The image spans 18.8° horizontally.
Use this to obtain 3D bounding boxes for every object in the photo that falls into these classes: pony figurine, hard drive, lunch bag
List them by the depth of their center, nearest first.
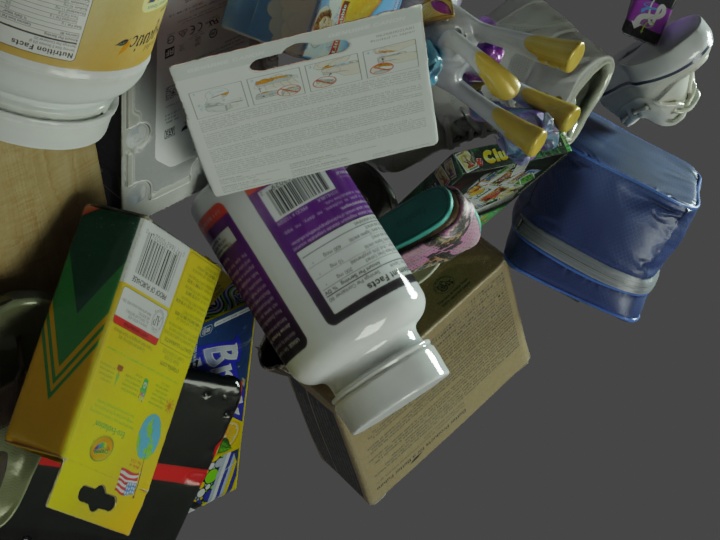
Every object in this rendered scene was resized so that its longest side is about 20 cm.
[{"bbox_3d":[-0.116,-0.137,1.462,0.140,0.038,0.200,-28,142,-33],"label":"hard drive"},{"bbox_3d":[0.061,-0.157,1.552,0.167,0.200,0.193,-52,164,-14],"label":"pony figurine"},{"bbox_3d":[0.199,-0.043,1.827,0.133,0.136,0.200,-63,177,17],"label":"lunch bag"}]

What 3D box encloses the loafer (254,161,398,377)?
[{"bbox_3d":[-0.027,0.009,1.684,0.071,0.073,0.200,-13,131,-44],"label":"loafer"}]

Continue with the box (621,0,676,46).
[{"bbox_3d":[0.266,-0.290,1.728,0.143,0.036,0.200,-62,174,-66],"label":"box"}]

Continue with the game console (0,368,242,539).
[{"bbox_3d":[-0.201,0.136,1.573,0.199,0.031,0.177,11,114,-32],"label":"game console"}]

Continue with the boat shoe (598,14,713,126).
[{"bbox_3d":[0.247,-0.153,1.771,0.071,0.070,0.200,-41,-174,-16],"label":"boat shoe"}]

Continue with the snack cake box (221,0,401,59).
[{"bbox_3d":[-0.008,-0.239,1.419,0.115,0.067,0.201,-5,116,-64],"label":"snack cake box"}]

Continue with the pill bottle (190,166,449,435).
[{"bbox_3d":[-0.024,0.010,1.529,0.111,0.200,0.111,-32,174,-4],"label":"pill bottle"}]

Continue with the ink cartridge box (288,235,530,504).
[{"bbox_3d":[0.043,0.078,1.842,0.200,0.075,0.165,-42,148,-17],"label":"ink cartridge box"}]

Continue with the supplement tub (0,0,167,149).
[{"bbox_3d":[-0.174,-0.184,1.237,0.144,0.144,0.200,-9,129,-47],"label":"supplement tub"}]

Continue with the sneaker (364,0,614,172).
[{"bbox_3d":[0.105,-0.126,1.679,0.200,0.116,0.074,-41,148,-15],"label":"sneaker"}]

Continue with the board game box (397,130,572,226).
[{"bbox_3d":[0.072,-0.051,1.691,0.105,0.024,0.200,-16,166,-32],"label":"board game box"}]

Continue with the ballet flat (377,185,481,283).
[{"bbox_3d":[0.000,0.000,1.621,0.199,0.069,0.071,-23,136,15],"label":"ballet flat"}]

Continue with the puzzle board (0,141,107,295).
[{"bbox_3d":[-0.237,-0.035,1.425,0.150,0.017,0.200,-31,142,-23],"label":"puzzle board"}]

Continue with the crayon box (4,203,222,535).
[{"bbox_3d":[-0.169,0.069,1.465,0.127,0.051,0.201,39,67,-63],"label":"crayon box"}]

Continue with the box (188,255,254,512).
[{"bbox_3d":[-0.131,0.091,1.646,0.070,0.064,0.200,-25,140,-35],"label":"box"}]

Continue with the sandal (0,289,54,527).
[{"bbox_3d":[-0.234,0.102,1.479,0.080,0.057,0.202,2,119,-28],"label":"sandal"}]

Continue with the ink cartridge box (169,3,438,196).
[{"bbox_3d":[-0.037,-0.121,1.391,0.162,0.050,0.200,-14,156,-1],"label":"ink cartridge box"}]
